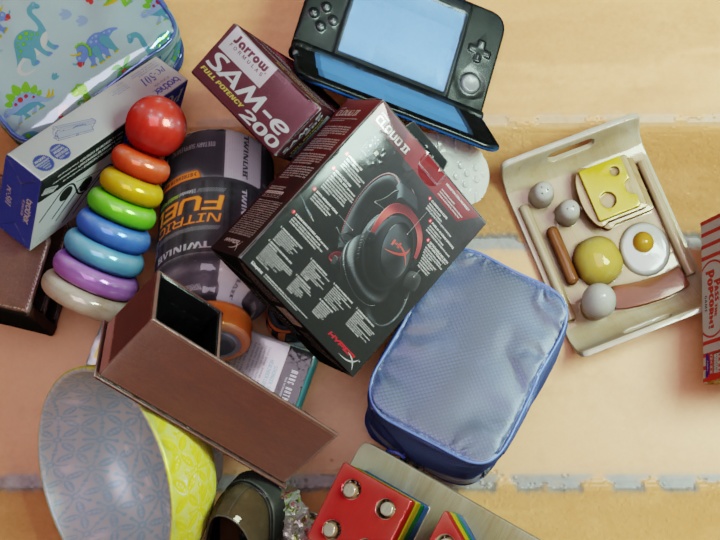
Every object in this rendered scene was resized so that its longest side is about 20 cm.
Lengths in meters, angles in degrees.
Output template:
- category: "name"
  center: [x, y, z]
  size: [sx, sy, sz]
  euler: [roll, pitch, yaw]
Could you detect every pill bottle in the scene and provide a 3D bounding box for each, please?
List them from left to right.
- category: "pill bottle"
  center: [-0.131, -0.020, 1.200]
  size: [0.105, 0.106, 0.201]
  euler: [-2, 57, 1]

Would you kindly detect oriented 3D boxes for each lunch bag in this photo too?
- category: "lunch bag"
  center: [-0.283, -0.221, 1.287]
  size: [0.200, 0.082, 0.161]
  euler: [-38, 81, -6]
- category: "lunch bag"
  center: [0.089, 0.097, 1.188]
  size: [0.135, 0.132, 0.201]
  euler: [29, 75, 9]

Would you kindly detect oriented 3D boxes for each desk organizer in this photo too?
- category: "desk organizer"
  center: [-0.116, 0.092, 1.112]
  size: [0.200, 0.072, 0.077]
  euler: [35, 117, -25]

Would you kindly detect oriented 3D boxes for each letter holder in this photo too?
- category: "letter holder"
  center: [-0.373, -0.037, 1.243]
  size: [0.199, 0.101, 0.143]
  euler: [13, 77, 4]

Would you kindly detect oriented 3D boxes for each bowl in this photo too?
- category: "bowl"
  center: [-0.187, 0.173, 1.180]
  size: [0.107, 0.200, 0.201]
  euler: [-13, 74, -46]

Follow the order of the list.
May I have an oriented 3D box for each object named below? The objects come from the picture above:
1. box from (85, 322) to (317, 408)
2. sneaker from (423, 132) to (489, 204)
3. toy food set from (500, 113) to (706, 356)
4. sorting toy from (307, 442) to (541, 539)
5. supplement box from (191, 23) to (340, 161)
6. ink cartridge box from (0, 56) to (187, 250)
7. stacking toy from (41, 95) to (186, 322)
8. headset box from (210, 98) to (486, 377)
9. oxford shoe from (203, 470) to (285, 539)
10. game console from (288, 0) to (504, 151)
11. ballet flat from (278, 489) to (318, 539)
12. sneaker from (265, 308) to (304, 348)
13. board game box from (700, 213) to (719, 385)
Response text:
- category: "box"
  center: [-0.146, 0.086, 1.237]
  size: [0.199, 0.049, 0.083]
  euler: [19, 79, 5]
- category: "sneaker"
  center: [0.021, -0.081, 1.222]
  size: [0.199, 0.080, 0.077]
  euler: [-7, 91, -17]
- category: "toy food set"
  center: [0.234, -0.034, 1.248]
  size: [0.143, 0.060, 0.201]
  euler: [-21, 79, -3]
- category: "sorting toy"
  center: [0.030, 0.270, 1.084]
  size: [0.198, 0.070, 0.201]
  euler: [26, 87, 26]
- category: "supplement box"
  center: [-0.068, -0.149, 1.204]
  size: [0.109, 0.200, 0.061]
  euler: [45, 97, 10]
- category: "ink cartridge box"
  center: [-0.242, -0.109, 1.209]
  size: [0.044, 0.094, 0.200]
  euler: [36, 48, 10]
- category: "stacking toy"
  center: [-0.206, -0.058, 1.177]
  size: [0.085, 0.085, 0.201]
  euler: [26, 97, 6]
- category: "headset box"
  center: [-0.001, -0.037, 1.119]
  size: [0.200, 0.075, 0.149]
  euler: [-49, 114, -12]
- category: "oxford shoe"
  center: [-0.110, 0.280, 1.152]
  size: [0.072, 0.084, 0.201]
  euler: [5, 110, 24]
- category: "game console"
  center: [0.044, -0.207, 1.234]
  size: [0.199, 0.118, 0.172]
  euler: [20, 78, -13]
- category: "ballet flat"
  center: [-0.015, 0.272, 1.190]
  size: [0.200, 0.076, 0.064]
  euler: [45, 51, 4]
- category: "sneaker"
  center: [0.000, 0.000, 1.220]
  size: [0.200, 0.112, 0.078]
  euler: [-39, 80, -6]
- category: "board game box"
  center: [0.412, 0.033, 1.216]
  size: [0.199, 0.046, 0.153]
  euler: [4, 78, -12]
